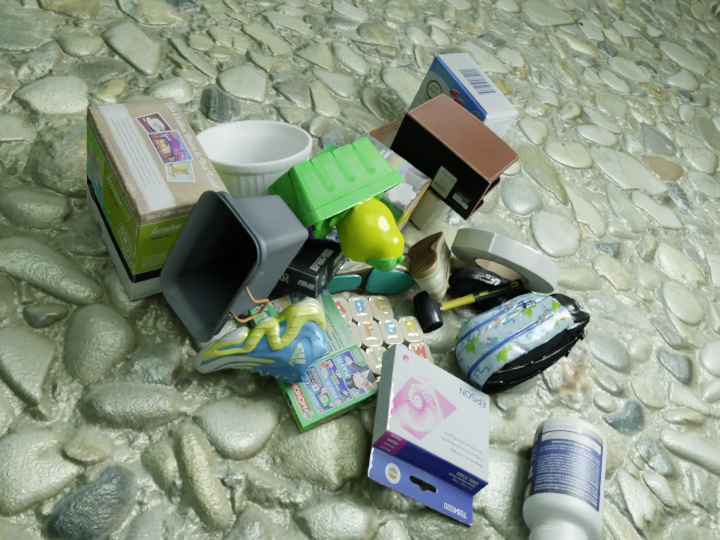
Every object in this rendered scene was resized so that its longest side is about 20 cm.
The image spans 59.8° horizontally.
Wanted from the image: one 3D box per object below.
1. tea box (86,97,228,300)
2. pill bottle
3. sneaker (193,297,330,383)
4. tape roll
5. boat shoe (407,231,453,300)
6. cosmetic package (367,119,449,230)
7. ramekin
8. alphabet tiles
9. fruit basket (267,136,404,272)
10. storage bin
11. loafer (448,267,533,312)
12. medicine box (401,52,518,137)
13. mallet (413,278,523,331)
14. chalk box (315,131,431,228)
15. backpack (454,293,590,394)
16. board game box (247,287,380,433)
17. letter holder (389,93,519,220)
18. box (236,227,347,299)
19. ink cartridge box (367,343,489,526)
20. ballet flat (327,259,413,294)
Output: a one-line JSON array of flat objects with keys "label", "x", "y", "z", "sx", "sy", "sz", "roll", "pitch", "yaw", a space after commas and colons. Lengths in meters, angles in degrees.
[{"label": "tea box", "x": -0.302, "y": -0.105, "z": 0.912, "sx": 0.132, "sy": 0.198, "sz": 0.202, "roll": -17, "pitch": 61, "yaw": -35}, {"label": "pill bottle", "x": 0.297, "y": 0.327, "z": 0.914, "sx": 0.109, "sy": 0.112, "sz": 0.202, "roll": 28, "pitch": 47, "yaw": -2}, {"label": "sneaker", "x": -0.131, "y": 0.121, "z": 0.868, "sx": 0.197, "sy": 0.076, "sz": 0.107, "roll": -25, "pitch": 86, "yaw": 4}, {"label": "tape roll", "x": 0.256, "y": -0.016, "z": 1.115, "sx": 0.200, "sy": 0.203, "sz": 0.038, "roll": 26, "pitch": 84, "yaw": -5}, {"label": "boat shoe", "x": 0.126, "y": -0.012, "z": 1.113, "sx": 0.063, "sy": 0.072, "sz": 0.201, "roll": 59, "pitch": 22, "yaw": -15}, {"label": "cosmetic package", "x": 0.096, "y": -0.193, "z": 1.245, "sx": 0.200, "sy": 0.088, "sz": 0.103, "roll": 45, "pitch": 48, "yaw": 13}, {"label": "ramekin", "x": -0.179, "y": -0.172, "z": 1.050, "sx": 0.195, "sy": 0.100, "sz": 0.202, "roll": 2, "pitch": 32, "yaw": -1}, {"label": "alphabet tiles", "x": 0.021, "y": 0.125, "z": 1.009, "sx": 0.196, "sy": 0.015, "sz": 0.199, "roll": -2, "pitch": 55, "yaw": -26}, {"label": "fruit basket", "x": -0.018, "y": -0.081, "z": 0.965, "sx": 0.212, "sy": 0.155, "sz": 0.221, "roll": 10, "pitch": 71, "yaw": -32}, {"label": "storage bin", "x": -0.162, "y": -0.010, "z": 0.872, "sx": 0.146, "sy": 0.201, "sz": 0.133, "roll": 48, "pitch": 35, "yaw": 15}, {"label": "loafer", "x": 0.251, "y": 0.053, "z": 1.137, "sx": 0.197, "sy": 0.069, "sz": 0.071, "roll": 22, "pitch": 39, "yaw": -13}, {"label": "medicine box", "x": 0.198, "y": -0.311, "z": 1.310, "sx": 0.102, "sy": 0.201, "sz": 0.184, "roll": -16, "pitch": 61, "yaw": -36}, {"label": "mallet", "x": 0.185, "y": 0.041, "z": 1.092, "sx": 0.196, "sy": 0.041, "sz": 0.067, "roll": -22, "pitch": 64, "yaw": -11}, {"label": "chalk box", "x": 0.005, "y": -0.154, "z": 1.149, "sx": 0.198, "sy": 0.125, "sz": 0.125, "roll": 36, "pitch": 48, "yaw": 6}, {"label": "backpack", "x": 0.252, "y": 0.122, "z": 1.034, "sx": 0.199, "sy": 0.164, "sz": 0.154, "roll": -38, "pitch": 72, "yaw": -23}, {"label": "board game box", "x": -0.071, "y": 0.124, "z": 0.941, "sx": 0.132, "sy": 0.029, "sz": 0.202, "roll": -19, "pitch": 64, "yaw": -23}, {"label": "letter holder", "x": 0.177, "y": -0.219, "z": 1.175, "sx": 0.199, "sy": 0.101, "sz": 0.142, "roll": 42, "pitch": 49, "yaw": 12}, {"label": "box", "x": -0.095, "y": -0.052, "z": 1.033, "sx": 0.157, "sy": 0.044, "sz": 0.201, "roll": 21, "pitch": 41, "yaw": 16}, {"label": "ink cartridge box", "x": 0.108, "y": 0.235, "z": 0.913, "sx": 0.194, "sy": 0.043, "sz": 0.203, "roll": 31, "pitch": 44, "yaw": -22}, {"label": "ballet flat", "x": 0.000, "y": 0.000, "z": 1.064, "sx": 0.196, "sy": 0.068, "sz": 0.063, "roll": 1, "pitch": 46, "yaw": -25}]
